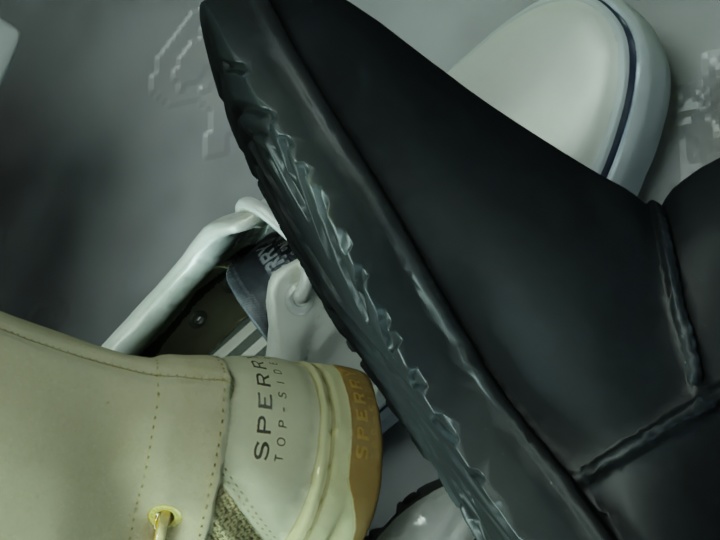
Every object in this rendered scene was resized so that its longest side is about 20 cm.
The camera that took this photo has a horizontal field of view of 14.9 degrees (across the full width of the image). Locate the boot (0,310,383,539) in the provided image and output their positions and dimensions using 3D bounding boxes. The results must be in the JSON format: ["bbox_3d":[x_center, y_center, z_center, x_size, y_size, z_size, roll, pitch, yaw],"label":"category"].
[{"bbox_3d":[-0.105,0.081,0.689,0.200,0.155,0.073,-52,34,37],"label":"boot"}]

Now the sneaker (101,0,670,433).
[{"bbox_3d":[0.000,0.000,0.734,0.200,0.071,0.073,-47,56,8],"label":"sneaker"}]

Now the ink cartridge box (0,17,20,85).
[{"bbox_3d":[-0.200,-0.022,0.723,0.057,0.162,0.201,-24,39,59],"label":"ink cartridge box"}]

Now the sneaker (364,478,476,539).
[{"bbox_3d":[0.005,0.152,0.679,0.079,0.074,0.201,26,87,29],"label":"sneaker"}]

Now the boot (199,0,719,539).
[{"bbox_3d":[0.078,-0.016,0.646,0.168,0.076,0.201,-32,81,-10],"label":"boot"}]
